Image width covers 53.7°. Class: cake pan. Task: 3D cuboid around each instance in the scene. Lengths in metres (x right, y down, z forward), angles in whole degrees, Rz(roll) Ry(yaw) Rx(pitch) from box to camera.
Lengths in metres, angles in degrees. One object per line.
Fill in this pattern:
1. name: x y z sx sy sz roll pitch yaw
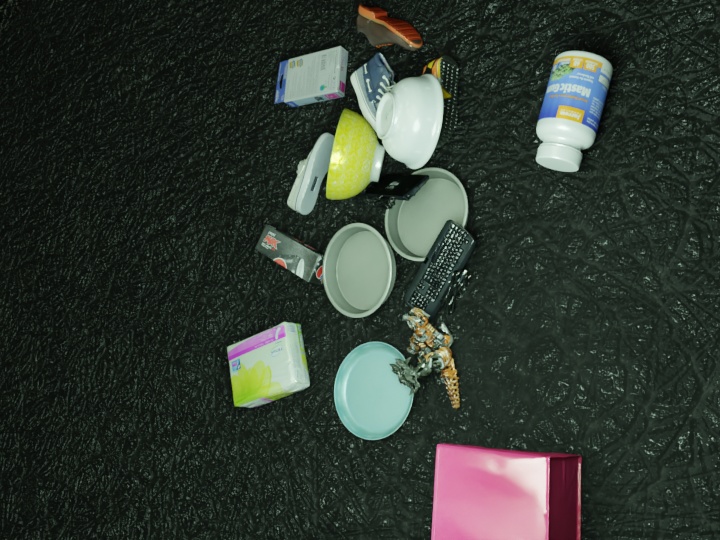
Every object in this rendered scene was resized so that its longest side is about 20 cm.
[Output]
1. cake pan: 0.144 -0.115 1.505 0.198 0.037 0.203 -10 73 33
2. cake pan: 0.000 0.000 1.545 0.199 0.036 0.203 -1 88 42

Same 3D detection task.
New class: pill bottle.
1. pill bottle: 0.393 -0.294 1.332 0.111 0.112 0.203 13 85 36

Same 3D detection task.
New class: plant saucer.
1. plant saucer: 0.032 0.253 1.499 0.198 0.027 0.203 -10 73 33

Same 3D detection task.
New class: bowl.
1. bowl: -0.004 -0.248 1.576 0.106 0.200 0.203 12 84 2
2. bowl: 0.090 -0.320 1.504 0.201 0.089 0.204 -176 90 -68

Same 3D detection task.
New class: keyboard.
1. keyboard: 0.164 0.008 1.424 0.104 0.040 0.202 35 112 21
2. keyboard: 0.071 -0.162 1.517 0.104 0.040 0.200 -41 21 -13

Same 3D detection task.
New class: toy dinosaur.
1. toy dinosaur: 0.136 0.175 1.403 0.135 0.103 0.201 -28 58 -12

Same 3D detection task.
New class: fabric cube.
1. fabric cube: 0.252 0.403 1.206 0.197 0.199 0.199 -4 75 31

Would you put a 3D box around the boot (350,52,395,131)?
1. boot: 0.044 -0.404 1.623 0.090 0.072 0.202 -37 60 28

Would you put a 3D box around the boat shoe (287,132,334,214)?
1. boat shoe: -0.123 -0.238 1.704 0.069 0.071 0.202 25 100 33

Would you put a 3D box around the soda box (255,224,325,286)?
1. soda box: -0.156 -0.036 1.677 0.199 0.063 0.071 29 95 36

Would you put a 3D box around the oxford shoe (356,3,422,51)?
1. oxford shoe: 0.066 -0.551 1.662 0.200 0.071 0.073 43 132 31

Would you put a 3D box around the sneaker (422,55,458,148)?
1. sneaker: 0.159 -0.359 1.547 0.090 0.069 0.203 -1 80 54

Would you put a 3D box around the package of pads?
1. package of pads: -0.215 0.225 1.651 0.198 0.068 0.156 -25 65 28

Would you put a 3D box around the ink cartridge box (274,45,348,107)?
1. ink cartridge box: -0.124 -0.479 1.779 0.198 0.042 0.121 -2 78 32
